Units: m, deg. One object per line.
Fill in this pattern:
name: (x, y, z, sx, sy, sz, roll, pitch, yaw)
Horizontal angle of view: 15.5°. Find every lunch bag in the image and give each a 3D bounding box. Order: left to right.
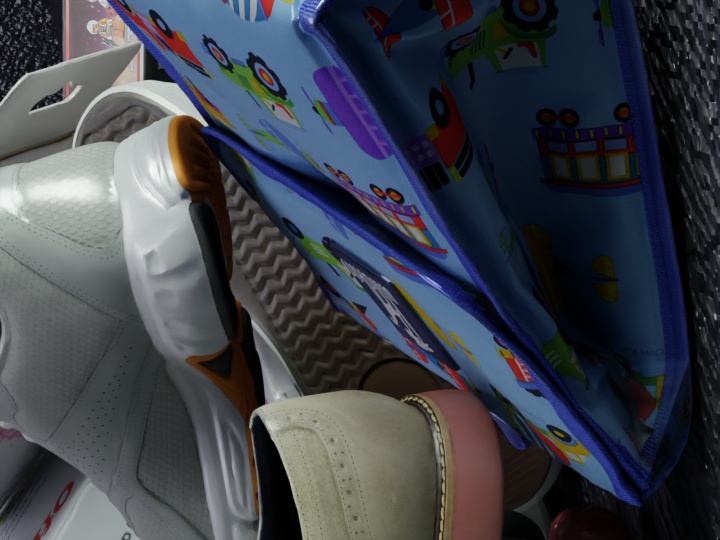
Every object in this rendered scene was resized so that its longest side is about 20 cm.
lunch bag: (0.017, -0.033, 0.713, 0.151, 0.094, 0.200, 29, 151, 51)

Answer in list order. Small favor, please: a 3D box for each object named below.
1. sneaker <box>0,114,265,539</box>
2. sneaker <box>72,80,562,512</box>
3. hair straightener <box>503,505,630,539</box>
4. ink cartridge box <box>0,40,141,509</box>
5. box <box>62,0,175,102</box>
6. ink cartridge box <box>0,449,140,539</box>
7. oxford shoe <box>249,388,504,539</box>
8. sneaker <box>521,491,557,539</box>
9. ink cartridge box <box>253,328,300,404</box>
sneaker: (-0.079, 0.034, 0.817, 0.076, 0.092, 0.200, -94, -3, -47)
sneaker: (0.000, 0.000, 0.893, 0.200, 0.073, 0.085, 42, -157, 14)
hair straightener: (0.042, 0.171, 0.795, 0.077, 0.041, 0.200, -4, 84, 45)
ink cartridge box: (-0.130, 0.018, 0.957, 0.067, 0.200, 0.117, 40, -159, 7)
box: (-0.071, -0.072, 1.059, 0.137, 0.040, 0.200, -23, -64, -65)
ink cartridge box: (-0.114, 0.128, 1.049, 0.145, 0.085, 0.200, -59, 14, 5)
oxford shoe: (-0.014, 0.129, 0.723, 0.070, 0.075, 0.200, -172, 88, -67)
sneaker: (0.028, 0.147, 0.864, 0.201, 0.115, 0.076, -114, 14, -47)
ink cartridge box: (-0.002, 0.063, 1.023, 0.148, 0.086, 0.200, -112, 11, -47)
